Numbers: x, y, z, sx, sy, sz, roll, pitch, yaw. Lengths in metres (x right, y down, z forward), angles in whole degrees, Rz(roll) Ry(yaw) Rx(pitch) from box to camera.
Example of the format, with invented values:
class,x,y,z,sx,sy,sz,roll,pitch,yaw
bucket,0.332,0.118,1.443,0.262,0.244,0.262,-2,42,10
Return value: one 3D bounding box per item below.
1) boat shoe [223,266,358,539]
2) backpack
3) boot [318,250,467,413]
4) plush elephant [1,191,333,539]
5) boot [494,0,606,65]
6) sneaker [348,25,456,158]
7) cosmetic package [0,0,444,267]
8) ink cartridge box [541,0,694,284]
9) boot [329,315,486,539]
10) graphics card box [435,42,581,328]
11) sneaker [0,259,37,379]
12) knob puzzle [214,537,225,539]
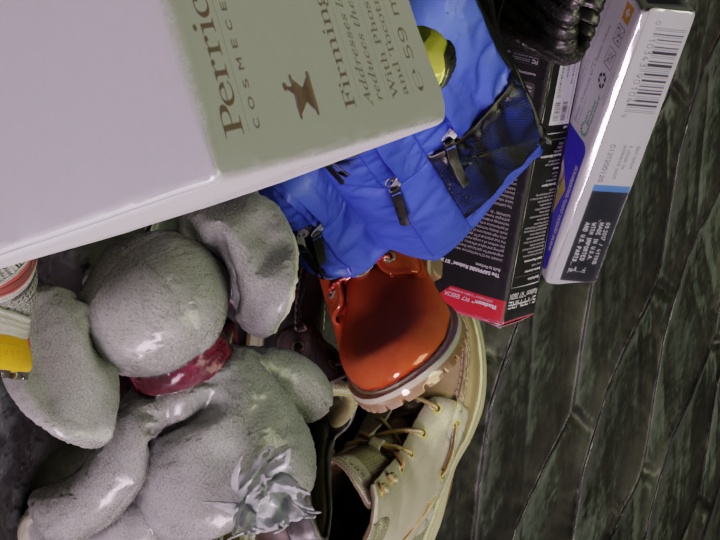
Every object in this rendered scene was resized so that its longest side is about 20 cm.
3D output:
class,x,y,z,sx,sy,sz,roll,pitch,yaw
boat shoe,-0.032,0.075,1.176,0.072,0.066,0.202,63,31,-53
backpack,-0.007,-0.100,1.051,0.168,0.162,0.200,-48,153,-11
boot,0.000,0.000,1.151,0.107,0.075,0.200,55,10,-27
plush elephant,-0.093,0.049,0.973,0.164,0.200,0.156,-23,94,-23
boot,0.080,-0.234,1.174,0.079,0.157,0.212,-30,131,-60
sneaker,-0.058,-0.095,0.910,0.078,0.199,0.091,-77,159,-66
cosmetic package,-0.097,-0.100,0.763,0.200,0.166,0.168,-23,96,-63
ink cartridge box,0.133,-0.127,1.320,0.200,0.043,0.199,-115,-145,-51
boot,0.018,0.114,1.365,0.155,0.072,0.201,-5,110,-67
graphics card box,0.063,-0.078,1.278,0.051,0.125,0.201,-13,115,-57
sneaker,-0.189,-0.006,0.812,0.200,0.077,0.083,24,75,-75
knob puzzle,-0.108,0.189,1.163,0.220,0.030,0.221,-44,141,-51
